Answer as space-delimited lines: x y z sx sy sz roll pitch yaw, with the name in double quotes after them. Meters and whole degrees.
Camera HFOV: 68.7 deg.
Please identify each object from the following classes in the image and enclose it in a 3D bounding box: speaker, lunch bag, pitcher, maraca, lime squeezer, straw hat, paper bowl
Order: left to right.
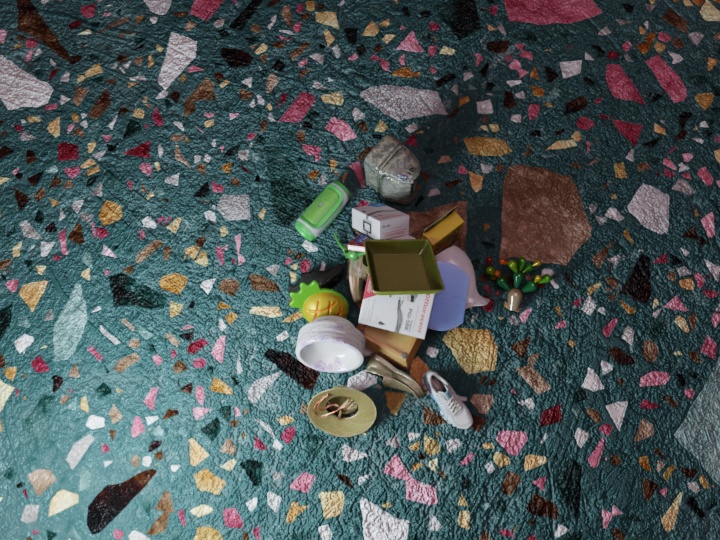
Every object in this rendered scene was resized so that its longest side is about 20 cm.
-0.121 0.103 1.576 0.137 0.199 0.107 -43 34 15 "maraca"
-0.121 -0.194 1.706 0.088 0.089 0.201 38 77 12 "speaker"
-0.084 0.207 1.526 0.197 0.202 0.105 3 52 2 "paper bowl"
-0.053 0.381 1.526 0.198 0.204 0.085 -3 30 0 "straw hat"
-0.030 -0.070 1.625 0.198 0.038 0.071 20 75 37 "lime squeezer"
0.111 -0.309 1.676 0.167 0.200 0.140 37 78 13 "lunch bag"
0.278 0.043 1.617 0.170 0.121 0.202 -28 85 7 "pitcher"

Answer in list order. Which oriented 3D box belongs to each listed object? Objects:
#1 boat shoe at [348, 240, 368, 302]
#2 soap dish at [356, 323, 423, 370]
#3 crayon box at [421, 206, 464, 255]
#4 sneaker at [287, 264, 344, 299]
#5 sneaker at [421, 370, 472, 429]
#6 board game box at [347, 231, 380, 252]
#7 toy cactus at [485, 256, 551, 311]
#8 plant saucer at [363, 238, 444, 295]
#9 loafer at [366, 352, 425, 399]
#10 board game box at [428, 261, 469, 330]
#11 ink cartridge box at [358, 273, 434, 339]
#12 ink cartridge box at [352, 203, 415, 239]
0.000 0.000 1.650 0.068 0.074 0.203 -3 72 6 "boat shoe"
0.091 0.180 1.589 0.198 0.081 0.159 28 76 10 "soap dish"
0.244 -0.105 1.609 0.126 0.200 0.051 -36 75 -10 "crayon box"
-0.140 0.031 1.647 0.199 0.076 0.091 -33 67 -11 "sneaker"
0.252 0.375 1.525 0.075 0.087 0.200 -39 77 -12 "sneaker"
0.042 -0.099 1.624 0.101 0.200 0.020 9 115 17 "board game box"
0.479 0.040 1.631 0.197 0.102 0.168 9 92 1 "toy cactus"
0.113 -0.001 1.460 0.197 0.048 0.202 -1 46 -9 "plant saucer"
0.099 0.322 1.554 0.199 0.076 0.068 32 77 20 "loafer"
0.234 0.075 1.562 0.155 0.039 0.203 8 90 5 "board game box"
0.106 0.098 1.506 0.197 0.083 0.149 13 95 6 "ink cartridge box"
0.072 -0.145 1.620 0.114 0.068 0.199 -14 27 -30 "ink cartridge box"
